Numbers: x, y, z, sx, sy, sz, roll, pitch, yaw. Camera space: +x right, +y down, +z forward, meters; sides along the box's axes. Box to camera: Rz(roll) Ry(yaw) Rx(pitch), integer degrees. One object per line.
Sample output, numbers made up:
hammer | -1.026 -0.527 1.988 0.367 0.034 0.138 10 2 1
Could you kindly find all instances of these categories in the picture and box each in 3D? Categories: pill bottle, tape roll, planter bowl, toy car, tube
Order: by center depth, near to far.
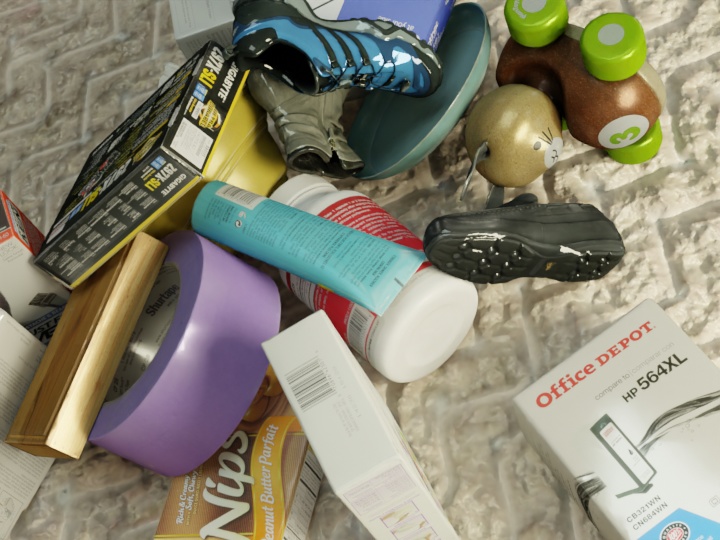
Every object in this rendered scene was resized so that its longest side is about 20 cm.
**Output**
tube | -0.049 -0.023 1.094 0.200 0.050 0.077 21 57 24
tape roll | -0.163 0.071 1.129 0.200 0.085 0.200 -38 35 34
toy car | 0.157 -0.119 1.148 0.158 0.164 0.200 30 76 30
pill bottle | 0.000 0.000 1.159 0.112 0.112 0.200 -43 58 -9
planter bowl | -0.126 -0.073 1.230 0.083 0.200 0.200 35 73 -2

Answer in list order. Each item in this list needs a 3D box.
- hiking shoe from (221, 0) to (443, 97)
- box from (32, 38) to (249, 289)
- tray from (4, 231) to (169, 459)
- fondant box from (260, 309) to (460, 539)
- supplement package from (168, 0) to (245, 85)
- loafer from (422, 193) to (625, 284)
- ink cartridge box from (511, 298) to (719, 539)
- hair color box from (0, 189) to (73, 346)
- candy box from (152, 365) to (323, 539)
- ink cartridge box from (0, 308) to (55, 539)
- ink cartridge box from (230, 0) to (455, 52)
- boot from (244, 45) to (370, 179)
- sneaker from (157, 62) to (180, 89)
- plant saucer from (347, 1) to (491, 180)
hiking shoe | -0.024 -0.181 1.144 0.200 0.074 0.087 16 57 -13
box | -0.191 -0.092 1.132 0.200 0.049 0.160 -35 28 36
tray | -0.241 0.064 1.135 0.099 0.037 0.200 -9 56 55
fondant box | 0.004 0.140 1.023 0.058 0.200 0.144 -30 56 1
supplement package | -0.087 -0.278 1.345 0.200 0.117 0.117 -18 58 8
loafer | 0.136 -0.030 1.110 0.200 0.068 0.070 1 53 -30
ink cartridge box | 0.235 0.144 1.016 0.146 0.084 0.200 -36 57 -4
hair color box | -0.326 0.021 1.199 0.111 0.200 0.064 -28 56 1
candy box | -0.092 0.160 1.129 0.115 0.055 0.200 5 63 22
ink cartridge box | -0.338 0.150 1.151 0.050 0.161 0.200 17 67 30
ink cartridge box | -0.014 -0.263 1.229 0.200 0.044 0.094 19 82 16
boot | -0.032 -0.142 1.227 0.068 0.200 0.131 -34 76 29
sneaker | -0.173 -0.142 1.277 0.078 0.200 0.099 26 87 -5
plant saucer | 0.058 -0.165 1.231 0.200 0.027 0.200 -44 26 28
